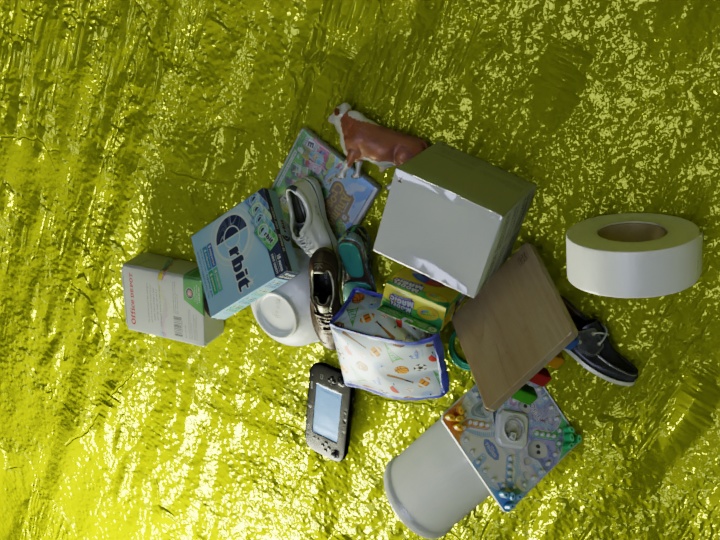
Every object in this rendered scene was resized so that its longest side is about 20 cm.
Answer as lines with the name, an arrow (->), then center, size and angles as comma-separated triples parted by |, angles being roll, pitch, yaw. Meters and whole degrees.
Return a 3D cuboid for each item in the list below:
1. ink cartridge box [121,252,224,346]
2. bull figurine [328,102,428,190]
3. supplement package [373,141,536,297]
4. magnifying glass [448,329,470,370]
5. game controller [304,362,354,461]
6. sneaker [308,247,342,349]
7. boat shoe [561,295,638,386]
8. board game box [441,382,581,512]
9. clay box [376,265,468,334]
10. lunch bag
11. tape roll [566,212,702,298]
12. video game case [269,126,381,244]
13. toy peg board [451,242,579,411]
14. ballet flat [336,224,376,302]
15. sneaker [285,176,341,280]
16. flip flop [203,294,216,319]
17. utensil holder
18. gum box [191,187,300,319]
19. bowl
ink cartridge box -> -0.383, 0.057, 1.907 | 0.196, 0.087, 0.149 | 9, 112, 21
bull figurine -> 0.020, -0.208, 1.613 | 0.197, 0.065, 0.124 | 22, 111, 16
supplement package -> 0.155, -0.088, 1.516 | 0.188, 0.200, 0.150 | 25, 118, 16
magnifying glass -> 0.212, 0.091, 1.659 | 0.078, 0.022, 0.203 | 27, 118, 16
game controller -> -0.063, 0.281, 1.857 | 0.102, 0.042, 0.204 | 15, 114, 21
sneaker -> -0.067, 0.064, 1.671 | 0.069, 0.076, 0.204 | -2, 115, 12
boat shoe -> 0.383, 0.117, 1.554 | 0.199, 0.072, 0.068 | 39, 122, 12
board game box -> 0.265, 0.273, 1.609 | 0.202, 0.199, 0.026 | 54, 157, -1
clay box -> 0.115, 0.034, 1.581 | 0.113, 0.200, 0.049 | 21, 117, 16
lunch bag -> 0.064, 0.138, 1.669 | 0.196, 0.125, 0.172 | 14, 140, 28
tape roll -> 0.412, -0.026, 1.410 | 0.198, 0.202, 0.072 | 3, 110, 25
video game case -> -0.079, -0.130, 1.721 | 0.181, 0.022, 0.202 | 38, 121, 9
toy peg board -> 0.273, 0.102, 1.539 | 0.097, 0.202, 0.200 | 22, 124, -35
ballet flat -> 0.000, 0.000, 1.699 | 0.073, 0.075, 0.203 | 17, 138, 20
sneaker -> -0.093, -0.065, 1.691 | 0.072, 0.070, 0.204 | -9, 102, 47
flip flop -> -0.240, 0.004, 1.823 | 0.080, 0.057, 0.203 | 30, 100, 23
utensil holder -> 0.163, 0.361, 1.702 | 0.170, 0.170, 0.200 | 45, 120, 4
gum box -> -0.218, -0.030, 1.744 | 0.198, 0.044, 0.173 | -30, 67, 28
bowl -> -0.139, 0.067, 1.776 | 0.197, 0.090, 0.205 | 14, 120, 24
